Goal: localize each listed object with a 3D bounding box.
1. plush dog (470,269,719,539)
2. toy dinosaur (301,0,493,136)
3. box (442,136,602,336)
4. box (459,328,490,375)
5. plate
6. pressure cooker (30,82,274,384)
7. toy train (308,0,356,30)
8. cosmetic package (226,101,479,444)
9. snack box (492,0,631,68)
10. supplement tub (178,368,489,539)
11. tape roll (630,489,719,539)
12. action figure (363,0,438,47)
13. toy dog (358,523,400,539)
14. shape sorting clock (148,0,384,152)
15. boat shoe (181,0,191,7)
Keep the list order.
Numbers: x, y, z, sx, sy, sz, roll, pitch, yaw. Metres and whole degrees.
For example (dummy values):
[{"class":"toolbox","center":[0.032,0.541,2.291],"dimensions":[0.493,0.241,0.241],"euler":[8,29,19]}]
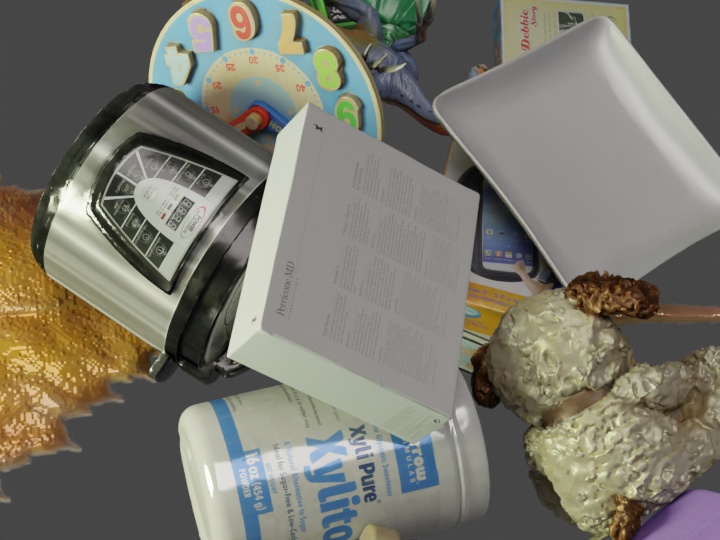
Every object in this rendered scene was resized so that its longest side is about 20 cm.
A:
[{"class":"plush dog","center":[0.158,0.094,1.160],"dimensions":[0.172,0.200,0.160],"euler":[55,31,1]},{"class":"toy dinosaur","center":[0.022,-0.169,1.318],"dimensions":[0.105,0.200,0.182],"euler":[-38,85,-20]},{"class":"box","center":[0.116,-0.042,1.271],"dimensions":[0.119,0.042,0.200],"euler":[15,60,0]},{"class":"box","center":[0.084,0.012,1.296],"dimensions":[0.200,0.060,0.117],"euler":[22,63,4]},{"class":"plate","center":[0.176,-0.083,1.262],"dimensions":[0.199,0.032,0.200],"euler":[-29,78,-31]},{"class":"pressure cooker","center":[-0.120,-0.025,1.227],"dimensions":[0.200,0.176,0.179],"euler":[34,41,9]},{"class":"toy train","center":[-0.038,-0.278,1.428],"dimensions":[0.042,0.056,0.200],"euler":[-10,66,-12]},{"class":"cosmetic package","center":[0.000,0.000,1.135],"dimensions":[0.151,0.052,0.200],"euler":[29,49,-22]},{"class":"snack box","center":[0.173,-0.140,1.396],"dimensions":[0.116,0.037,0.201],"euler":[4,63,-5]},{"class":"supplement tub","center":[-0.021,0.140,1.181],"dimensions":[0.199,0.132,0.132],"euler":[-13,66,-12]},{"class":"tape roll","center":[0.260,0.249,1.121],"dimensions":[0.066,0.200,0.200],"euler":[-34,72,-20]},{"class":"action figure","center":[0.046,-0.271,1.436],"dimensions":[0.118,0.055,0.200],"euler":[20,70,1]},{"class":"toy dog","center":[0.032,0.272,1.100],"dimensions":[0.131,0.096,0.201],"euler":[-5,93,-6]},{"class":"shape sorting clock","center":[-0.076,-0.123,1.274],"dimensions":[0.200,0.200,0.039],"euler":[26,41,6]},{"class":"boat shoe","center":[-0.119,-0.214,1.376],"dimensions":[0.068,0.072,0.200],"euler":[11,59,16]}]
